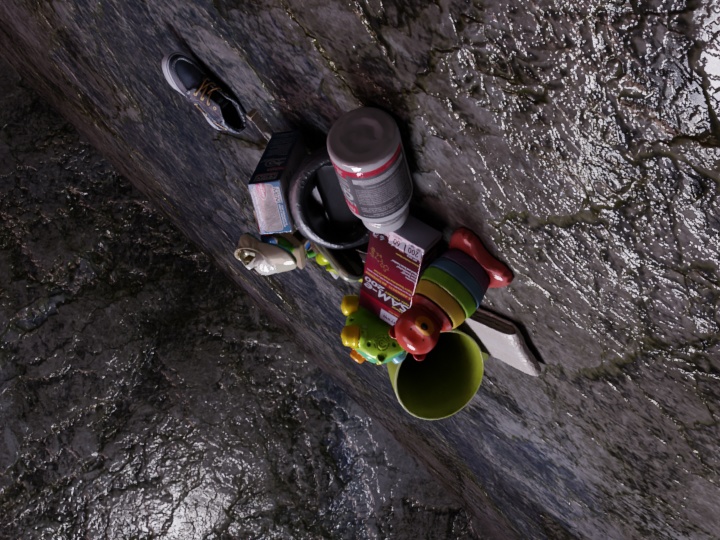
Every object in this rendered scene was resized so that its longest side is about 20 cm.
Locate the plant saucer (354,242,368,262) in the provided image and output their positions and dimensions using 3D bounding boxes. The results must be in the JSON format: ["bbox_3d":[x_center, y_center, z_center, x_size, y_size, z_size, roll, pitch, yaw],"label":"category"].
[{"bbox_3d":[0.036,-0.029,1.593,0.197,0.033,0.200,21,175,2],"label":"plant saucer"}]

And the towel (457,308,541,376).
[{"bbox_3d":[0.249,0.123,1.566,0.199,0.035,0.133,25,158,50],"label":"towel"}]

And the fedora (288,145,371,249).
[{"bbox_3d":[-0.036,-0.139,1.421,0.201,0.199,0.092,52,-165,-32],"label":"fedora"}]

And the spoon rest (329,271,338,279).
[{"bbox_3d":[0.017,-0.003,1.805,0.198,0.061,0.100,9,147,42],"label":"spoon rest"}]

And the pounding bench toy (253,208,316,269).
[{"bbox_3d":[-0.100,-0.080,1.679,0.199,0.156,0.125,39,165,12],"label":"pounding bench toy"}]

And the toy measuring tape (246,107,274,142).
[{"bbox_3d":[-0.156,-0.226,1.602,0.200,0.074,0.073,49,164,-20],"label":"toy measuring tape"}]

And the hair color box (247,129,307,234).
[{"bbox_3d":[-0.140,-0.161,1.468,0.059,0.201,0.101,-5,123,11],"label":"hair color box"}]

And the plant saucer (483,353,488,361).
[{"bbox_3d":[0.186,0.134,1.763,0.199,0.031,0.200,39,165,13],"label":"plant saucer"}]

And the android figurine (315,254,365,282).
[{"bbox_3d":[0.000,0.000,1.615,0.179,0.042,0.200,19,175,-7],"label":"android figurine"}]

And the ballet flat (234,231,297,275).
[{"bbox_3d":[-0.195,-0.023,1.647,0.199,0.070,0.070,21,154,55],"label":"ballet flat"}]

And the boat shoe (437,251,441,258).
[{"bbox_3d":[0.095,-0.042,1.470,0.202,0.073,0.063,51,133,6],"label":"boat shoe"}]

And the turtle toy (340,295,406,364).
[{"bbox_3d":[0.033,0.100,1.542,0.143,0.202,0.102,2,132,-4],"label":"turtle toy"}]

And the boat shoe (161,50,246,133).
[{"bbox_3d":[-0.304,-0.355,1.646,0.090,0.071,0.200,24,162,48],"label":"boat shoe"}]

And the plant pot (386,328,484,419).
[{"bbox_3d":[0.123,0.166,1.662,0.188,0.187,0.200,50,179,-27],"label":"plant pot"}]

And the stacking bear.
[{"bbox_3d":[0.132,0.050,1.342,0.121,0.200,0.114,43,165,-5],"label":"stacking bear"}]

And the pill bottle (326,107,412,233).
[{"bbox_3d":[0.021,-0.145,1.274,0.110,0.111,0.201,34,163,28],"label":"pill bottle"}]

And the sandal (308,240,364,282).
[{"bbox_3d":[-0.064,-0.050,1.503,0.202,0.079,0.058,60,137,29],"label":"sandal"}]

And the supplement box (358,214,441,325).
[{"bbox_3d":[0.064,0.000,1.425,0.108,0.061,0.202,31,137,21],"label":"supplement box"}]
